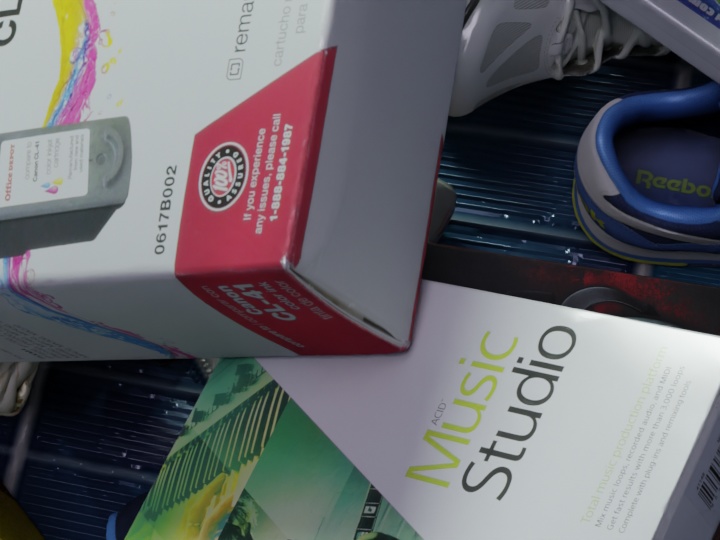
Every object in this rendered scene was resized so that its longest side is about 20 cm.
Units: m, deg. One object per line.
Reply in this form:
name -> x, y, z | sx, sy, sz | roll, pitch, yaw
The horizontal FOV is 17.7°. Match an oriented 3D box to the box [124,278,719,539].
box -> 0.020, 0.074, 0.756 | 0.199, 0.036, 0.145 | 10, 64, 40

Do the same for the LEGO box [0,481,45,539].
LEGO box -> -0.165, 0.191, 0.937 | 0.149, 0.077, 0.200 | -42, 67, 0

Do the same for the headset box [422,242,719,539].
headset box -> 0.064, 0.076, 0.874 | 0.198, 0.077, 0.150 | 10, 73, -10

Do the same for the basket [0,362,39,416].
basket -> -0.220, -0.055, 0.957 | 0.197, 0.161, 0.202 | 6, 72, 39

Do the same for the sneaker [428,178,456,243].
sneaker -> 0.000, 0.000, 0.957 | 0.099, 0.078, 0.202 | -17, 77, -8

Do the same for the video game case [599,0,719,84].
video game case -> 0.163, -0.160, 0.929 | 0.143, 0.018, 0.200 | 35, 58, 5

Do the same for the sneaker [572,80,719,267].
sneaker -> 0.178, -0.036, 0.915 | 0.198, 0.082, 0.075 | 0, 71, 13

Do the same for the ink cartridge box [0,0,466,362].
ink cartridge box -> -0.073, -0.049, 0.814 | 0.199, 0.086, 0.149 | -3, 69, 31

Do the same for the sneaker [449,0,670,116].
sneaker -> 0.115, -0.109, 0.932 | 0.115, 0.076, 0.200 | 36, 58, 16

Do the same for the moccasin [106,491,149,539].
moccasin -> -0.028, 0.169, 0.914 | 0.068, 0.080, 0.201 | -34, 80, 17

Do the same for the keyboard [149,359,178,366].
keyboard -> -0.081, -0.066, 1.026 | 0.103, 0.040, 0.201 | 27, 82, 1
